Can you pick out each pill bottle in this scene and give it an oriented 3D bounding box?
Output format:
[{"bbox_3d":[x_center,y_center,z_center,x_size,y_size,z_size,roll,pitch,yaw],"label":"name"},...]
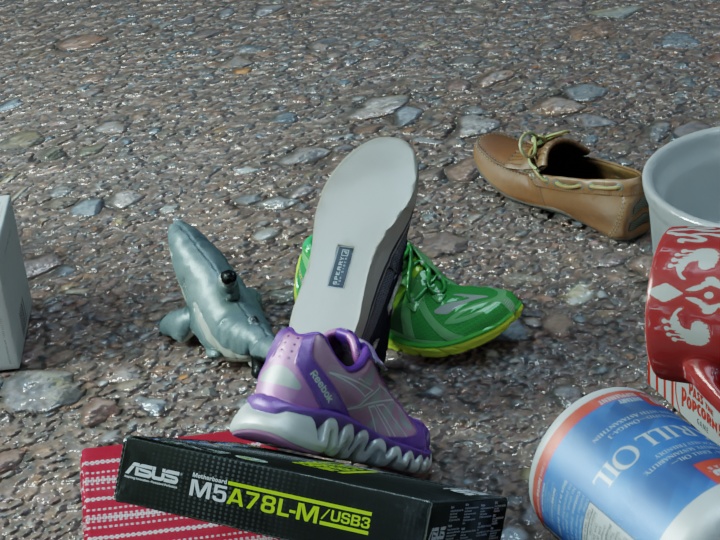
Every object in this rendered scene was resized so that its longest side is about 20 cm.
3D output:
[{"bbox_3d":[0.201,0.161,1.040,0.112,0.113,0.200,-19,31,-24],"label":"pill bottle"}]

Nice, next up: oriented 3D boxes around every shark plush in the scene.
[{"bbox_3d":[-0.111,0.033,1.358,0.091,0.084,0.200,-12,29,-12],"label":"shark plush"}]

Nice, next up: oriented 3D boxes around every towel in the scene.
[{"bbox_3d":[-0.118,0.175,1.166,0.144,0.023,0.200,-7,30,-7],"label":"towel"}]

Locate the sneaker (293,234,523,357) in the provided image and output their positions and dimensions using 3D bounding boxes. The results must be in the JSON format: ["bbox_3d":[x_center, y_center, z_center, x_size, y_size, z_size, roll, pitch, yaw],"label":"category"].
[{"bbox_3d":[0.032,0.015,1.365,0.199,0.084,0.074,10,32,25],"label":"sneaker"}]

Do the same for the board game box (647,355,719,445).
[{"bbox_3d":[0.333,0.075,1.240,0.199,0.046,0.152,-15,31,-17],"label":"board game box"}]

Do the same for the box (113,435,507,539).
[{"bbox_3d":[-0.024,0.141,1.051,0.193,0.048,0.200,7,-5,19],"label":"box"}]

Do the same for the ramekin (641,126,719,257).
[{"bbox_3d":[0.332,-0.037,1.391,0.200,0.098,0.201,-5,28,3],"label":"ramekin"}]

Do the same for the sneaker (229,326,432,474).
[{"bbox_3d":[-0.007,0.087,1.158,0.080,0.089,0.200,6,-10,32],"label":"sneaker"}]

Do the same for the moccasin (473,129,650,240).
[{"bbox_3d":[0.179,-0.091,1.538,0.074,0.078,0.201,-22,33,-27],"label":"moccasin"}]

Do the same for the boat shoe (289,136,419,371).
[{"bbox_3d":[0.000,0.000,1.318,0.074,0.093,0.200,13,64,19],"label":"boat shoe"}]

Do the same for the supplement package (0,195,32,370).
[{"bbox_3d":[-0.384,0.018,1.405,0.199,0.110,0.114,-6,29,-1],"label":"supplement package"}]

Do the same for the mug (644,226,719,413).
[{"bbox_3d":[0.294,0.039,1.135,0.199,0.134,0.178,6,29,26],"label":"mug"}]
